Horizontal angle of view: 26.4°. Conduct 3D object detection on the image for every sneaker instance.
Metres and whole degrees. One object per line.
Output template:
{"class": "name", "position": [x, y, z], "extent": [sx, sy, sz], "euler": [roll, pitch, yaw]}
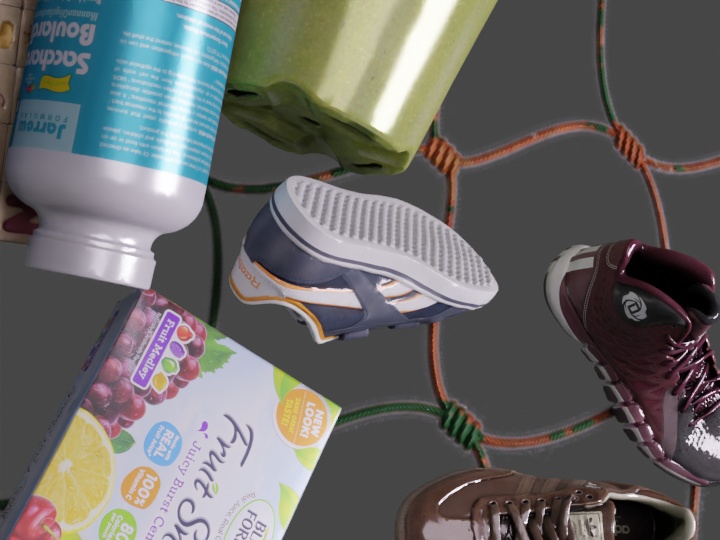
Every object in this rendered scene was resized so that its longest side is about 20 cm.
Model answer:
{"class": "sneaker", "position": [0.000, 0.000, 0.946], "extent": [0.200, 0.079, 0.079], "euler": [17, 33, -46]}
{"class": "sneaker", "position": [0.213, 0.060, 1.013], "extent": [0.200, 0.115, 0.076], "euler": [49, 61, -8]}
{"class": "sneaker", "position": [0.120, 0.155, 0.965], "extent": [0.199, 0.075, 0.071], "euler": [1, 77, -28]}

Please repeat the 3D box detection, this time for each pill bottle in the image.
{"class": "pill bottle", "position": [-0.132, -0.094, 0.844], "extent": [0.111, 0.111, 0.201], "euler": [12, 86, -25]}

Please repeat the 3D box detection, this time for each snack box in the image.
{"class": "snack box", "position": [-0.115, 0.131, 0.862], "extent": [0.142, 0.053, 0.200], "euler": [33, 65, -18]}

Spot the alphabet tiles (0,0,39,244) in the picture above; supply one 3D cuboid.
{"class": "alphabet tiles", "position": [-0.199, -0.100, 0.875], "extent": [0.199, 0.006, 0.167], "euler": [8, 89, -27]}

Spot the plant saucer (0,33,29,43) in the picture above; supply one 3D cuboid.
{"class": "plant saucer", "position": [-0.202, -0.226, 0.915], "extent": [0.199, 0.031, 0.201], "euler": [7, 75, -27]}

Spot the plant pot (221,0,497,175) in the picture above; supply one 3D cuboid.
{"class": "plant pot", "position": [-0.002, -0.166, 0.929], "extent": [0.200, 0.200, 0.185], "euler": [25, 79, -20]}
